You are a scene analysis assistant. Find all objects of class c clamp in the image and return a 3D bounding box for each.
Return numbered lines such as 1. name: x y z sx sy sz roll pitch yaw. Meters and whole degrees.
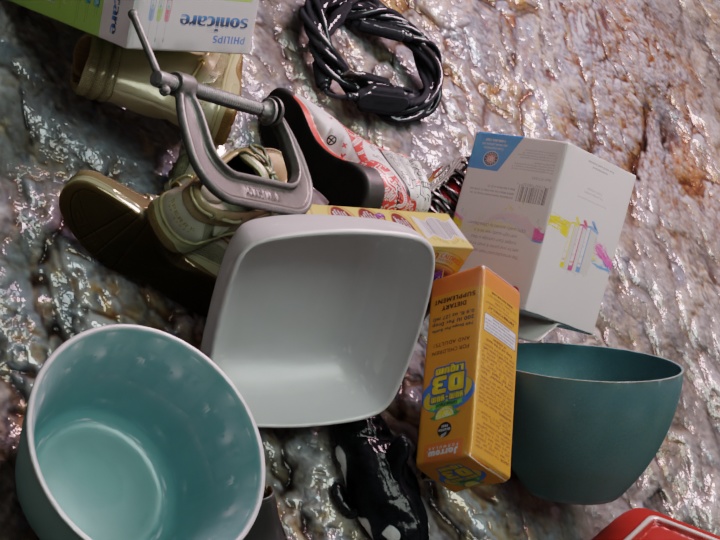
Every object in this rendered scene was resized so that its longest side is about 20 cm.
1. c clamp: -0.109 -0.129 1.413 0.200 0.027 0.172 18 49 -54

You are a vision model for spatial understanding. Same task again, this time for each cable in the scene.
1. cable: 0.013 -0.240 1.821 0.199 0.051 0.164 -2 58 -43

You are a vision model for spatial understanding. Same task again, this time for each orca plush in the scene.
1. orca plush: 0.028 0.164 1.492 0.105 0.071 0.201 17 50 -36

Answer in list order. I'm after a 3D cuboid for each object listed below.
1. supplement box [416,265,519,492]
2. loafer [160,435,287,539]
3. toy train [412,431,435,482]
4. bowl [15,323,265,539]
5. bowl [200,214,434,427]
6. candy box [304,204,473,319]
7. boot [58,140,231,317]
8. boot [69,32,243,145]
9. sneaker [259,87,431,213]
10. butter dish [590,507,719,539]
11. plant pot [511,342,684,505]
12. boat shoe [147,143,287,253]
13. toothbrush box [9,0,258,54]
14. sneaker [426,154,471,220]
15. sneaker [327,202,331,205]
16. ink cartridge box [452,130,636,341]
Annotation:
1. supplement box: 0.102 0.101 1.530 0.069 0.066 0.201 34 50 -42
2. loafer: -0.098 0.202 1.335 0.200 0.072 0.073 55 38 3
3. toy train: 0.084 0.136 1.599 0.200 0.034 0.046 -72 151 -48
4. bowl: -0.184 0.153 1.253 0.200 0.105 0.202 21 50 -28
5. bowl: -0.046 0.035 1.426 0.199 0.200 0.075 1 31 -27
6. candy box: 0.000 0.000 1.549 0.199 0.117 0.057 1 42 -45
7. boot: -0.175 -0.064 1.467 0.200 0.072 0.155 35 42 -29
8. boot: -0.193 -0.192 1.543 0.155 0.073 0.200 16 26 -13
9. sneaker: -0.013 -0.111 1.631 0.108 0.067 0.201 6 28 -43
10. butter dish: 0.303 0.345 1.584 0.199 0.149 0.200 18 25 30
11. plant pot: 0.214 0.155 1.620 0.200 0.200 0.135 -5 101 -47
12. boat shoe: -0.108 -0.071 1.439 0.073 0.063 0.200 61 33 2
13. toothbrush box: -0.209 -0.262 1.489 0.145 0.086 0.200 -4 24 -46
14. sneaker: 0.094 -0.084 1.744 0.078 0.082 0.200 52 39 1
15. sneaker: -0.034 -0.035 1.606 0.200 0.075 0.088 7 35 -47
16. ink cartridge box: 0.177 -0.027 1.690 0.125 0.128 0.201 18 87 -44
